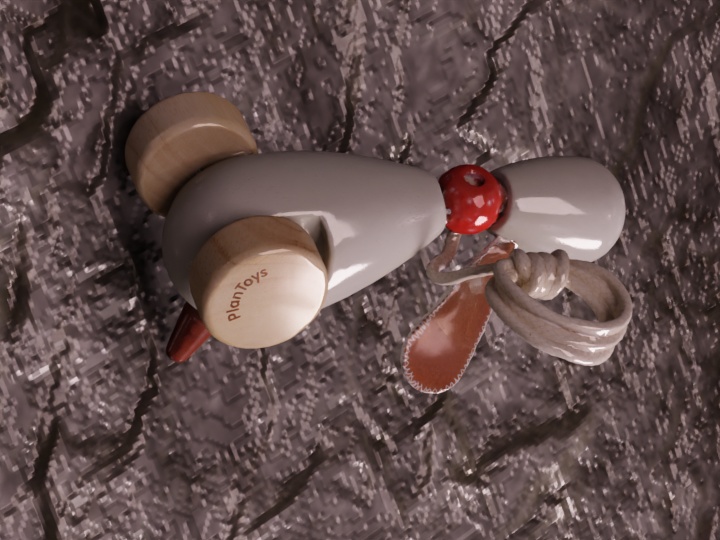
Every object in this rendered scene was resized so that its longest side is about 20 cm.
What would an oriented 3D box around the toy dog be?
[{"bbox_3d":[0.000,0.000,0.957,0.199,0.097,0.132,14,40,-11],"label":"toy dog"}]
